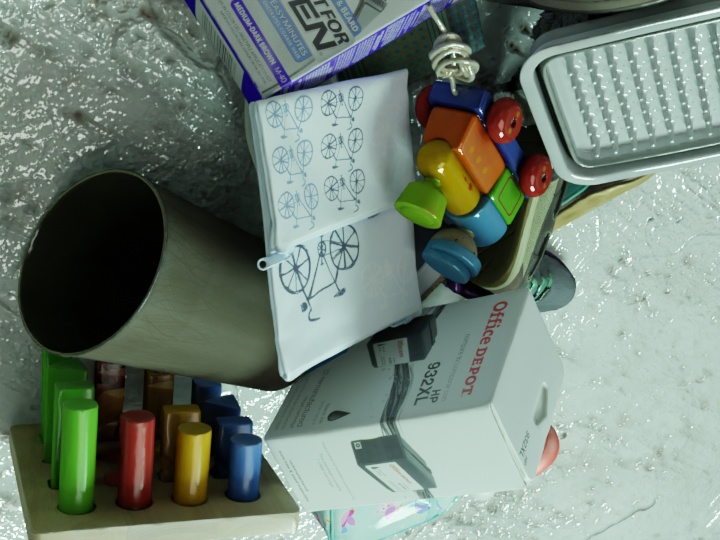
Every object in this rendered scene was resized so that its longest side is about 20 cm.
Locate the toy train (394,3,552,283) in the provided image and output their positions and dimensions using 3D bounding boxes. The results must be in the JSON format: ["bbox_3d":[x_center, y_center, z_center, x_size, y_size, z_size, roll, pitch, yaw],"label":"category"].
[{"bbox_3d":[0.060,-0.085,0.864,0.117,0.084,0.200,-60,141,-17],"label":"toy train"}]

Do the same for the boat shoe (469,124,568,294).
[{"bbox_3d":[0.142,-0.072,1.008,0.066,0.071,0.203,38,67,-54],"label":"boat shoe"}]

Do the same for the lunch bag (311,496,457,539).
[{"bbox_3d":[0.025,0.164,1.123,0.159,0.077,0.202,-14,126,-19],"label":"lunch bag"}]

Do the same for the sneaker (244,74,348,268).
[{"bbox_3d":[-0.040,-0.084,0.900,0.077,0.079,0.203,-2,102,15],"label":"sneaker"}]

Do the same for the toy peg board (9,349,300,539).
[{"bbox_3d":[-0.166,0.125,0.919,0.197,0.200,0.099,0,105,-21],"label":"toy peg board"}]

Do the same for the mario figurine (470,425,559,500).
[{"bbox_3d":[0.133,0.145,1.158,0.123,0.106,0.201,-31,147,-11],"label":"mario figurine"}]

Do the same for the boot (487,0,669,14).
[{"bbox_3d":[0.147,-0.265,0.828,0.073,0.199,0.153,-20,117,-35],"label":"boot"}]

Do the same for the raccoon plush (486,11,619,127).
[{"bbox_3d":[0.185,-0.200,0.967,0.134,0.198,0.098,-43,113,-47],"label":"raccoon plush"}]

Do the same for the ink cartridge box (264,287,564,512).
[{"bbox_3d":[0.045,0.103,0.922,0.198,0.146,0.084,-13,119,29],"label":"ink cartridge box"}]

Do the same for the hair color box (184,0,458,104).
[{"bbox_3d":[-0.015,-0.207,0.822,0.199,0.065,0.110,-33,88,-12],"label":"hair color box"}]

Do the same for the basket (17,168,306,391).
[{"bbox_3d":[-0.130,0.019,0.903,0.199,0.179,0.138,21,70,-44],"label":"basket"}]

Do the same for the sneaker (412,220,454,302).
[{"bbox_3d":[0.000,0.000,1.009,0.108,0.070,0.200,41,133,-3],"label":"sneaker"}]

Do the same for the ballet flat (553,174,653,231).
[{"bbox_3d":[0.211,-0.088,1.079,0.198,0.069,0.063,-26,157,-7],"label":"ballet flat"}]

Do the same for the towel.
[{"bbox_3d":[-0.002,-0.195,0.909,0.198,0.022,0.148,-28,130,-11],"label":"towel"}]

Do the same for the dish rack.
[{"bbox_3d":[0.226,-0.139,0.859,0.197,0.044,0.172,-11,147,18],"label":"dish rack"}]

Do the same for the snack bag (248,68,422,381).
[{"bbox_3d":[-0.010,-0.036,0.848,0.188,0.021,0.203,-22,112,-53],"label":"snack bag"}]

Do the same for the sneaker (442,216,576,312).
[{"bbox_3d":[0.136,0.017,1.078,0.198,0.088,0.075,15,113,-34],"label":"sneaker"}]
